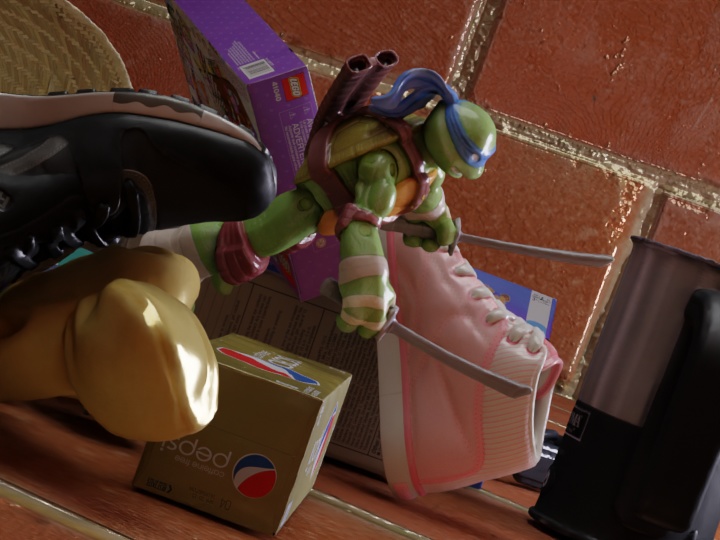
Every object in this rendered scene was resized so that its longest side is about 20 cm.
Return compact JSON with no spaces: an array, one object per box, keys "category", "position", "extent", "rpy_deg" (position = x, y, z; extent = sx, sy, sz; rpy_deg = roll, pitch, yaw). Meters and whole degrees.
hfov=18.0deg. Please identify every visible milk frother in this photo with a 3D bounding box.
[{"category":"milk frother","position":[0.235,0.103,1.385],"extent":[0.199,0.189,0.180],"rpy_deg":[20,2,-20]}]

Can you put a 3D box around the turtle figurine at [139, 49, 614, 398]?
[{"category":"turtle figurine","position":[0.000,0.000,1.169],"extent":[0.193,0.144,0.200],"rpy_deg":[-14,-47,29]}]

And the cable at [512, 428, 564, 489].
[{"category":"cable","position":[0.071,0.109,1.646],"extent":[0.200,0.051,0.163],"rpy_deg":[18,2,-40]}]

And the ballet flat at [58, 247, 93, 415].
[{"category":"ballet flat","position":[-0.142,0.035,1.144],"extent":[0.073,0.073,0.200],"rpy_deg":[20,2,-26]}]

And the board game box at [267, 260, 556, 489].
[{"category":"board game box","position":[0.007,0.046,1.440],"extent":[0.199,0.135,0.045],"rpy_deg":[21,36,-2]}]

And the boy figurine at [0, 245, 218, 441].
[{"category":"boy figurine","position":[-0.115,0.025,0.946],"extent":[0.124,0.065,0.200],"rpy_deg":[-27,19,-30]}]

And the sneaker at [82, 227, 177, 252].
[{"category":"sneaker","position":[-0.167,-0.035,1.422],"extent":[0.200,0.089,0.075],"rpy_deg":[-26,-52,33]}]

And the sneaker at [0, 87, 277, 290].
[{"category":"sneaker","position":[-0.134,-0.022,0.906],"extent":[0.199,0.088,0.076],"rpy_deg":[5,-26,0]}]

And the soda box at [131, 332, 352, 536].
[{"category":"soda box","position":[-0.050,0.071,1.050],"extent":[0.068,0.064,0.200],"rpy_deg":[19,1,3]}]

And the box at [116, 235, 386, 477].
[{"category":"box","position":[-0.062,0.045,1.340],"extent":[0.199,0.095,0.078],"rpy_deg":[21,0,-12]}]

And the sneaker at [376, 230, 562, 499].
[{"category":"sneaker","position":[0.060,0.024,1.270],"extent":[0.104,0.201,0.075],"rpy_deg":[-8,-15,15]}]

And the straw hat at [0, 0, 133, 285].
[{"category":"straw hat","position":[-0.200,-0.041,0.995],"extent":[0.200,0.201,0.085],"rpy_deg":[20,-37,4]}]

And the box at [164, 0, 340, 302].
[{"category":"box","position":[-0.061,-0.084,1.328],"extent":[0.039,0.137,0.200],"rpy_deg":[-19,28,-11]}]
